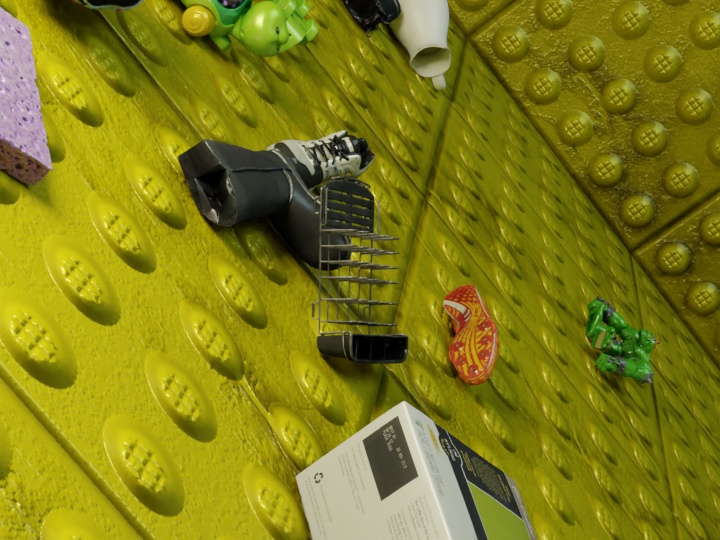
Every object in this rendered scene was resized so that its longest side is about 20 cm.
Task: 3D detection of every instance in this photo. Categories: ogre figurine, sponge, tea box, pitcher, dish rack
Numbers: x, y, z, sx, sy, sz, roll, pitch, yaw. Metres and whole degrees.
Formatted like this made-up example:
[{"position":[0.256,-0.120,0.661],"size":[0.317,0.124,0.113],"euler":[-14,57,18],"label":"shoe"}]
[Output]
[{"position":[0.467,0.134,2.745],"size":[0.119,0.099,0.200],"euler":[29,9,-17],"label":"ogre figurine"},{"position":[-0.321,-0.169,1.304],"size":[0.111,0.030,0.201],"euler":[38,23,-43],"label":"sponge"},{"position":[0.068,0.259,1.347],"size":[0.197,0.133,0.201],"euler":[38,24,-41],"label":"tea box"},{"position":[0.120,-0.458,2.935],"size":[0.172,0.120,0.201],"euler":[66,9,-62],"label":"pitcher"},{"position":[0.000,0.000,1.661],"size":[0.153,0.054,0.202],"euler":[8,82,-66],"label":"dish rack"}]

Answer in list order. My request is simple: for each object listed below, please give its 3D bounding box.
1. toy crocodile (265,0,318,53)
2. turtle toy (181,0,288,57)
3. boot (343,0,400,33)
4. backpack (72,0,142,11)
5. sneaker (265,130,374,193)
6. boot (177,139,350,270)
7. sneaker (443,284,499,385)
[{"position":[-0.111,-0.373,2.228],"size":[0.067,0.062,0.200],"euler":[43,16,-31],"label":"toy crocodile"},{"position":[-0.172,-0.347,1.923],"size":[0.201,0.101,0.146],"euler":[54,17,-2],"label":"turtle toy"},{"position":[-0.005,-0.520,2.768],"size":[0.199,0.073,0.162],"euler":[55,20,0],"label":"boot"},{"position":[-0.265,-0.359,1.567],"size":[0.150,0.179,0.200],"euler":[26,11,13],"label":"backpack"},{"position":[-0.047,-0.144,1.895],"size":[0.076,0.087,0.200],"euler":[58,19,9],"label":"sneaker"},{"position":[-0.099,-0.066,1.638],"size":[0.165,0.066,0.200],"euler":[49,13,11],"label":"boot"},{"position":[0.158,0.092,2.025],"size":[0.077,0.073,0.200],"euler":[57,17,-26],"label":"sneaker"}]
